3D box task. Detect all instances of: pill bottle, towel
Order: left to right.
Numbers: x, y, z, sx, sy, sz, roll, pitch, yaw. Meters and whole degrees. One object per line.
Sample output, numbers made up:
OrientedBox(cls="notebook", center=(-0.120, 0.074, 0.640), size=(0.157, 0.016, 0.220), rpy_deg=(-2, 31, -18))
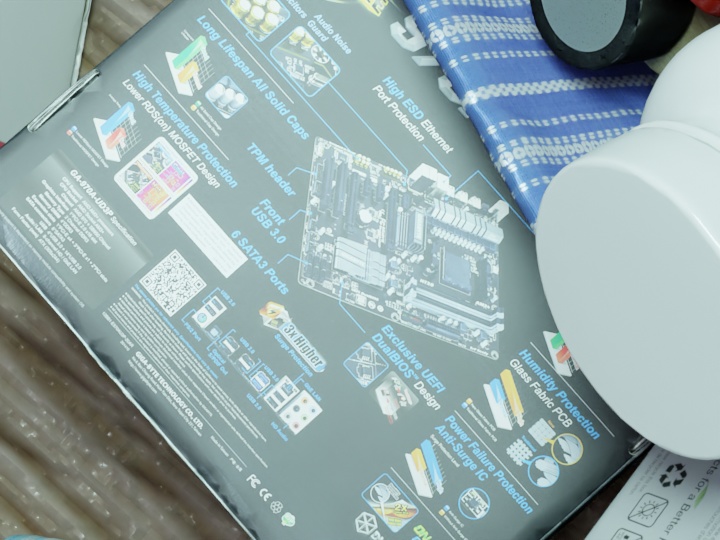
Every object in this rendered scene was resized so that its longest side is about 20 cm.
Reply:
OrientedBox(cls="towel", center=(0.077, -0.071, 0.755), size=(0.024, 0.145, 0.200), rpy_deg=(-46, 64, 40))
OrientedBox(cls="pill bottle", center=(0.149, -0.031, 0.667), size=(0.200, 0.112, 0.112), rpy_deg=(-29, 66, -28))

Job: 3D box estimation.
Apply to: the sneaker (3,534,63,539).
OrientedBox(cls="sneaker", center=(-0.087, 0.116, 0.814), size=(0.200, 0.074, 0.082), rpy_deg=(-24, 73, 10))

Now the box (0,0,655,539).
OrientedBox(cls="box", center=(0.000, 0.000, 0.757), size=(0.159, 0.046, 0.200), rpy_deg=(-42, 85, -5))

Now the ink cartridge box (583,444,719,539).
OrientedBox(cls="ink cartridge box", center=(0.143, 0.084, 0.633), size=(0.095, 0.037, 0.200), rpy_deg=(-51, 33, -17))

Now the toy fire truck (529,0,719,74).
OrientedBox(cls="toy fire truck", center=(0.119, -0.179, 0.706), size=(0.176, 0.129, 0.200), rpy_deg=(61, 139, 17))

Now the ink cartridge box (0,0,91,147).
OrientedBox(cls="ink cartridge box", center=(-0.217, -0.095, 0.866), size=(0.200, 0.147, 0.083), rpy_deg=(8, 84, 20))
